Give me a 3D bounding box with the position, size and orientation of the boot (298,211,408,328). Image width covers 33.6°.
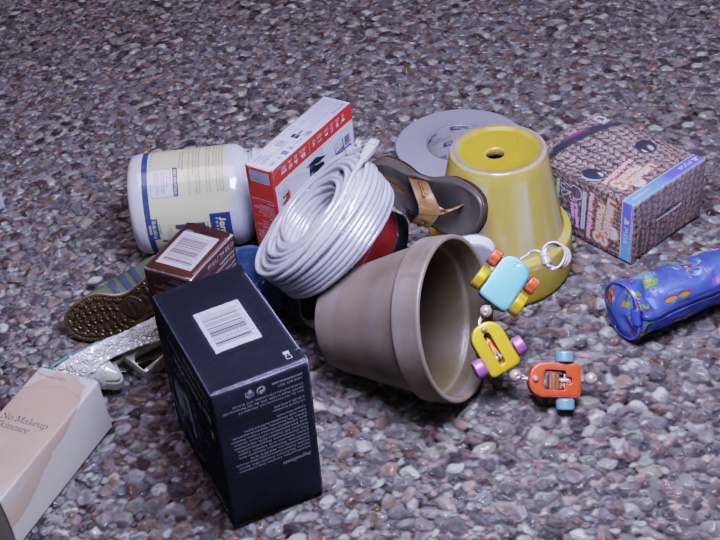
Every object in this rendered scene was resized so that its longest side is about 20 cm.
[{"bbox_3d":[0.000,0.000,1.620,0.072,0.144,0.202,13,77,41],"label":"boot"}]

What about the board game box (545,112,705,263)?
[{"bbox_3d":[0.361,-0.122,1.704,0.159,0.098,0.199,-31,43,-29],"label":"board game box"}]

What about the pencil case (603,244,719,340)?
[{"bbox_3d":[0.412,0.024,1.519,0.198,0.079,0.087,-18,16,-14],"label":"pencil case"}]

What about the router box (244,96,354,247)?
[{"bbox_3d":[-0.076,-0.119,1.694,0.048,0.181,0.200,16,43,28],"label":"router box"}]

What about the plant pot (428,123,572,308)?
[{"bbox_3d":[0.185,-0.084,1.604,0.198,0.191,0.202,-5,37,3],"label":"plant pot"}]

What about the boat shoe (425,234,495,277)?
[{"bbox_3d":[0.091,-0.007,1.550,0.199,0.071,0.070,-32,34,35],"label":"boat shoe"}]

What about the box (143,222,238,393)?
[{"bbox_3d":[-0.196,0.055,1.465,0.074,0.202,0.100,15,42,22],"label":"box"}]

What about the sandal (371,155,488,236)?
[{"bbox_3d":[0.078,-0.094,1.543,0.199,0.083,0.054,29,36,32],"label":"sandal"}]

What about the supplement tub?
[{"bbox_3d":[-0.228,-0.106,1.727,0.197,0.146,0.146,-6,37,-1],"label":"supplement tub"}]

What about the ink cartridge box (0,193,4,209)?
[{"bbox_3d":[-0.658,-0.181,1.885,0.084,0.146,0.199,-30,43,-29],"label":"ink cartridge box"}]

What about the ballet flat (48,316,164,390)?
[{"bbox_3d":[-0.301,0.112,1.521,0.199,0.072,0.072,-28,42,-25],"label":"ballet flat"}]

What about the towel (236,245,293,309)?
[{"bbox_3d":[-0.172,0.008,1.622,0.198,0.049,0.112,0,37,26],"label":"towel"}]

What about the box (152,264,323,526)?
[{"bbox_3d":[-0.138,0.139,1.345,0.116,0.202,0.197,-19,38,-18],"label":"box"}]

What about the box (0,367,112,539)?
[{"bbox_3d":[-0.385,0.212,1.387,0.094,0.078,0.201,9,40,20],"label":"box"}]

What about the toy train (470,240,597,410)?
[{"bbox_3d":[0.202,0.070,1.440,0.148,0.203,0.056,-3,-8,-3],"label":"toy train"}]

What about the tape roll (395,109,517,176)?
[{"bbox_3d":[0.153,-0.168,1.820,0.198,0.067,0.201,-5,38,3],"label":"tape roll"}]

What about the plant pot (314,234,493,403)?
[{"bbox_3d":[0.044,0.062,1.456,0.172,0.202,0.201,-4,33,31],"label":"plant pot"}]

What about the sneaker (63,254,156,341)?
[{"bbox_3d":[-0.298,0.030,1.598,0.199,0.068,0.090,-24,16,23],"label":"sneaker"}]

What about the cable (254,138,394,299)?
[{"bbox_3d":[-0.046,-0.056,1.503,0.199,0.069,0.201,-25,33,44],"label":"cable"}]
